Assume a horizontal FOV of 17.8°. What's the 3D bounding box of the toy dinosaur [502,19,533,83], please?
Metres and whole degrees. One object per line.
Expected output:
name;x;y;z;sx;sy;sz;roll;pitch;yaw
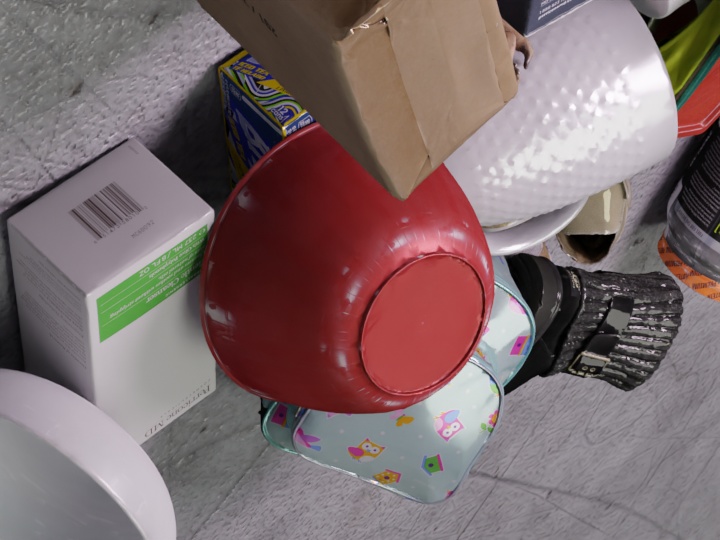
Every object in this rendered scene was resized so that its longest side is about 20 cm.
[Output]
toy dinosaur;0.058;-0.187;1.497;0.086;0.135;0.201;88;24;-82

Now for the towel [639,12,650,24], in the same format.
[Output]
towel;0.209;-0.196;1.726;0.146;0.022;0.200;-23;157;-34

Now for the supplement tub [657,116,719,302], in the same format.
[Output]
supplement tub;0.349;-0.076;2.011;0.122;0.123;0.200;-9;137;-49

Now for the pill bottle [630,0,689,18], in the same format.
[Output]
pill bottle;0.257;-0.263;1.579;0.200;0.111;0.111;-38;153;-13

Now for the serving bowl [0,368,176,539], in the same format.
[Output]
serving bowl;-0.197;0.130;1.482;0.066;0.200;0.200;-55;162;-33

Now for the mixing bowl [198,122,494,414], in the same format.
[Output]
mixing bowl;0.011;0.013;1.446;0.200;0.108;0.201;-18;122;-30

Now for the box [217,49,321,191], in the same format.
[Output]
box;-0.044;-0.069;1.526;0.064;0.070;0.200;-37;153;-20

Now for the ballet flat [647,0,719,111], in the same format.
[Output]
ballet flat;0.262;-0.198;1.676;0.200;0.067;0.067;-49;174;33

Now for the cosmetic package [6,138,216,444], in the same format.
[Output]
cosmetic package;-0.157;0.024;1.485;0.108;0.085;0.200;-37;152;-25

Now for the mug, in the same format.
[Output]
mug;0.110;-0.090;1.618;0.175;0.148;0.200;-25;138;-14

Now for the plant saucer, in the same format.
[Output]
plant saucer;0.271;-0.165;1.822;0.199;0.037;0.200;-13;150;-51

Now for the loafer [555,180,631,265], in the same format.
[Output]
loafer;0.176;-0.063;1.787;0.200;0.075;0.069;55;38;-63

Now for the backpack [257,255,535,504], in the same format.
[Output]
backpack;0.031;0.061;1.704;0.175;0.153;0.200;23;107;-19

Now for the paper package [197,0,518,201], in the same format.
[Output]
paper package;-0.019;-0.166;1.277;0.103;0.200;0.191;-40;153;-9

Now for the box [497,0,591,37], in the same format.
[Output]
box;0.098;-0.268;1.354;0.107;0.148;0.200;-32;151;-25

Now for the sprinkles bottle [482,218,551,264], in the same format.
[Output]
sprinkles bottle;0.108;-0.037;1.789;0.068;0.068;0.200;-39;153;-10

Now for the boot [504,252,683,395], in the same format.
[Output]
boot;0.145;0.069;1.837;0.157;0.080;0.211;9;142;-38
